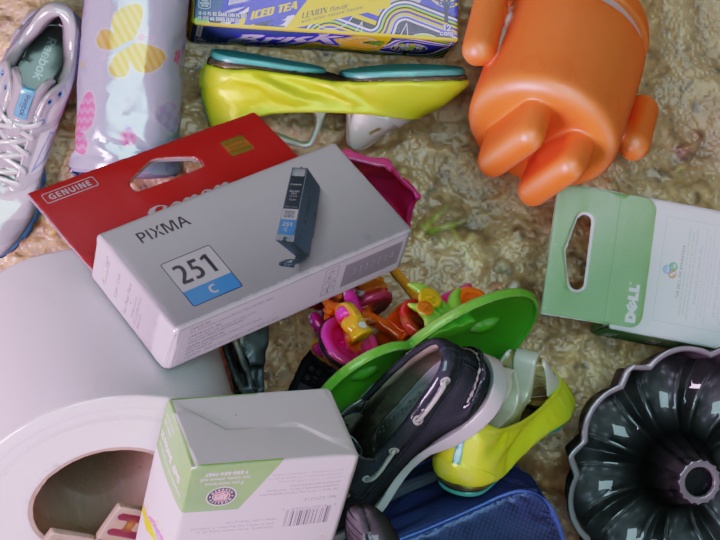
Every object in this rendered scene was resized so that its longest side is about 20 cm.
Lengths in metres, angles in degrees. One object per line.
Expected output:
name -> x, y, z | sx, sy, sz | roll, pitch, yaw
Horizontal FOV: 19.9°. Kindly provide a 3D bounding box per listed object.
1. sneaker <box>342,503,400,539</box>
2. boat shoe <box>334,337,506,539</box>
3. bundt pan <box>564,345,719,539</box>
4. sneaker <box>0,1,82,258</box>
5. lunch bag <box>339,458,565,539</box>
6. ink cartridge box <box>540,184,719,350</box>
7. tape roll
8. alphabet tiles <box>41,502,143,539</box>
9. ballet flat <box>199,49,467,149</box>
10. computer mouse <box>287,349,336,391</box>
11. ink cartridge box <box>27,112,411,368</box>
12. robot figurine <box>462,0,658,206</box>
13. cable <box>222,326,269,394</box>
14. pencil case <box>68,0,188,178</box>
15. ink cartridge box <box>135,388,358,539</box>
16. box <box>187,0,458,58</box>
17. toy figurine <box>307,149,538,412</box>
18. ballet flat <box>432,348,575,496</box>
sneaker -> 0.055, 0.222, 1.368 | 0.088, 0.074, 0.201 | -29, 117, -6
boat shoe -> 0.010, 0.112, 1.391 | 0.060, 0.076, 0.200 | 27, 119, -36
bundt pan -> 0.238, 0.150, 1.519 | 0.200, 0.076, 0.204 | -1, 96, -11
sneaker -> -0.251, -0.106, 1.485 | 0.074, 0.087, 0.201 | 17, 83, -7
lunch bag -> 0.047, 0.220, 1.470 | 0.199, 0.132, 0.137 | -20, 106, -8
ink cartridge box -> 0.232, 0.004, 1.553 | 0.198, 0.059, 0.105 | 10, 83, -6
tape roll -> -0.184, 0.104, 1.393 | 0.201, 0.204, 0.140 | -13, 48, -9
alphabet tiles -> -0.148, 0.228, 1.422 | 0.199, 0.006, 0.167 | 16, 125, -33
ballet flat -> -0.021, -0.124, 1.528 | 0.198, 0.067, 0.068 | 3, 100, -4
computer mouse -> -0.047, 0.138, 1.499 | 0.058, 0.034, 0.201 | 28, 69, -5
ink cartridge box -> -0.096, -0.039, 1.385 | 0.199, 0.045, 0.176 | -23, 58, -33
robot figurine -> 0.149, -0.143, 1.513 | 0.143, 0.117, 0.201 | 11, 54, 14
cable -> -0.093, 0.071, 1.475 | 0.050, 0.097, 0.202 | 2, 78, -20
pencil case -> -0.163, -0.163, 1.484 | 0.082, 0.091, 0.202 | 4, 96, -1
ink cartridge box -> -0.083, 0.176, 1.348 | 0.116, 0.201, 0.067 | -2, 39, -24
box -> -0.028, -0.204, 1.537 | 0.198, 0.064, 0.071 | 3, 83, -7
toy figurine -> 0.000, 0.000, 1.476 | 0.199, 0.150, 0.185 | -14, 60, -40
ballet flat -> 0.108, 0.094, 1.463 | 0.066, 0.200, 0.068 | 12, 113, 22
